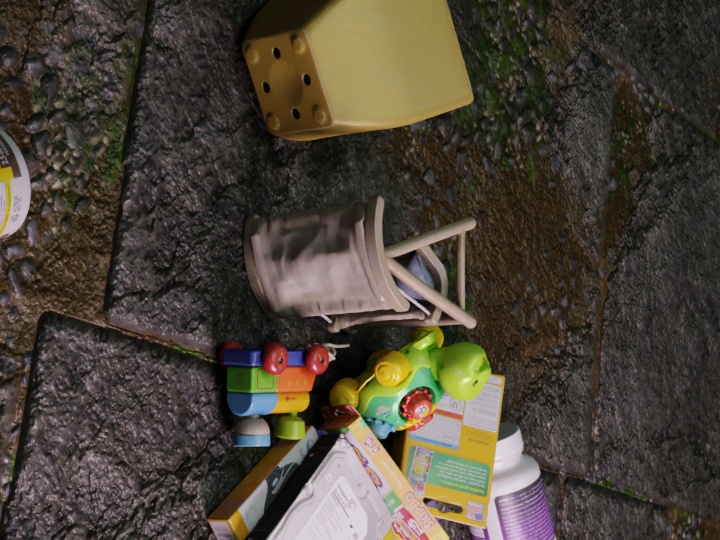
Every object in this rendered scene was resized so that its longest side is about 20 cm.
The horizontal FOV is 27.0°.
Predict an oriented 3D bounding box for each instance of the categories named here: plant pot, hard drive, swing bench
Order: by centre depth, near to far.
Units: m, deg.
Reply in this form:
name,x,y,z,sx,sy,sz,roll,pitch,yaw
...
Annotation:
name,x,y,z,sx,sy,sz,roll,pitch,yaw
hard drive,-0.047,0.302,1.698,0.200,0.038,0.141,-51,121,-42
swing bench,0.000,0.000,1.729,0.199,0.198,0.131,9,79,-49
plant pot,-0.021,-0.247,1.750,0.199,0.194,0.196,-31,109,-41

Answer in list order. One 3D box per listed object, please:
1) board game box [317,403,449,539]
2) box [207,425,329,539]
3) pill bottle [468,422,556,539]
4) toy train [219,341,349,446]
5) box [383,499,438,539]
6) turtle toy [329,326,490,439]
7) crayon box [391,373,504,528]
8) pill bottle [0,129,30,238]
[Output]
name,x,y,z,sx,sy,sz,roll,pitch,yaw
board game box,0.021,0.244,1.772,0.030,0.095,0.201,-36,98,-24
box,-0.085,0.271,1.718,0.200,0.041,0.120,-46,120,-46
pill bottle,0.194,0.312,1.998,0.111,0.111,0.202,-27,106,-49
toy train,-0.075,0.141,1.715,0.199,0.084,0.117,4,88,-51
box,0.030,0.367,1.841,0.199,0.048,0.119,-20,99,-49
turtle toy,0.065,0.134,1.798,0.102,0.199,0.146,58,32,-1
crayon box,0.106,0.220,1.900,0.125,0.052,0.202,15,67,-15
pill bottle,-0.397,-0.063,1.318,0.199,0.108,0.110,-22,102,-50
